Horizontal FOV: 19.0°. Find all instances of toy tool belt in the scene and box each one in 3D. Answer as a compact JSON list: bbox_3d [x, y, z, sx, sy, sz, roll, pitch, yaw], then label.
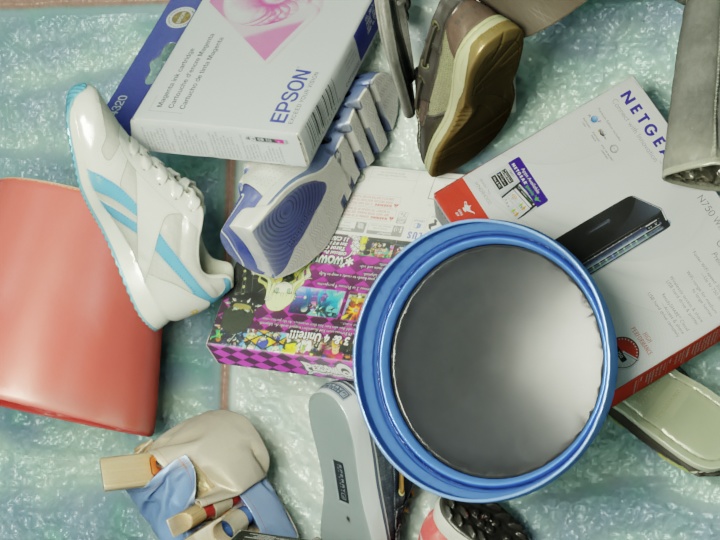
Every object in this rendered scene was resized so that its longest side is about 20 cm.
[{"bbox_3d":[-0.119,0.216,1.702,0.201,0.123,0.125,59,140,7],"label":"toy tool belt"}]

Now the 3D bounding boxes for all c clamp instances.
[{"bbox_3d":[0.021,-0.205,1.607,0.027,0.200,0.172,-5,78,5],"label":"c clamp"}]

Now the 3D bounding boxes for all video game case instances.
[{"bbox_3d":[0.000,0.000,1.665,0.199,0.036,0.182,6,59,22],"label":"video game case"}]

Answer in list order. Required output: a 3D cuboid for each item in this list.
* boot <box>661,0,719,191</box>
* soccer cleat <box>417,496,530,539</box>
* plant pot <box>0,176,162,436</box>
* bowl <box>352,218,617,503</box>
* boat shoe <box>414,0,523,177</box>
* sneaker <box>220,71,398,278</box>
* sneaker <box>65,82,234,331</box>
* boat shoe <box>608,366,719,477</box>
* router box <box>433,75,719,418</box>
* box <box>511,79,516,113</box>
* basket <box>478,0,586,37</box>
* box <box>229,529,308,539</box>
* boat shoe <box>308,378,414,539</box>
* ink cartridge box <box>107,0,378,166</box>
[{"bbox_3d":[0.240,-0.160,1.579,0.181,0.073,0.201,4,82,22],"label":"boot"},{"bbox_3d":[0.127,0.252,1.647,0.200,0.068,0.073,40,130,12],"label":"soccer cleat"},{"bbox_3d":[-0.244,0.028,1.737,0.199,0.200,0.178,10,83,22],"label":"plant pot"},{"bbox_3d":[0.091,0.064,1.535,0.200,0.039,0.202,-2,86,26],"label":"bowl"},{"bbox_3d":[0.074,-0.141,1.595,0.073,0.200,0.065,-29,71,-23],"label":"boat shoe"},{"bbox_3d":[-0.063,-0.085,1.681,0.115,0.081,0.200,14,54,31],"label":"sneaker"},{"bbox_3d":[-0.165,-0.057,1.640,0.080,0.077,0.201,-23,111,4],"label":"sneaker"},{"bbox_3d":[0.201,0.081,1.610,0.072,0.061,0.201,-44,73,-9],"label":"boat shoe"},{"bbox_3d":[0.179,-0.015,1.586,0.179,0.049,0.200,-31,72,-6],"label":"router box"},{"bbox_3d":[0.096,-0.221,1.673,0.038,0.041,0.201,-1,89,23],"label":"box"},{"bbox_3d":[0.097,-0.279,1.528,0.180,0.136,0.200,-41,103,-3],"label":"basket"},{"bbox_3d":[0.001,0.292,1.602,0.199,0.048,0.194,4,125,38],"label":"box"},{"bbox_3d":[0.020,0.167,1.685,0.071,0.091,0.201,22,126,45],"label":"boat shoe"},{"bbox_3d":[-0.098,-0.169,1.688,0.199,0.043,0.197,7,50,21],"label":"ink cartridge box"}]
